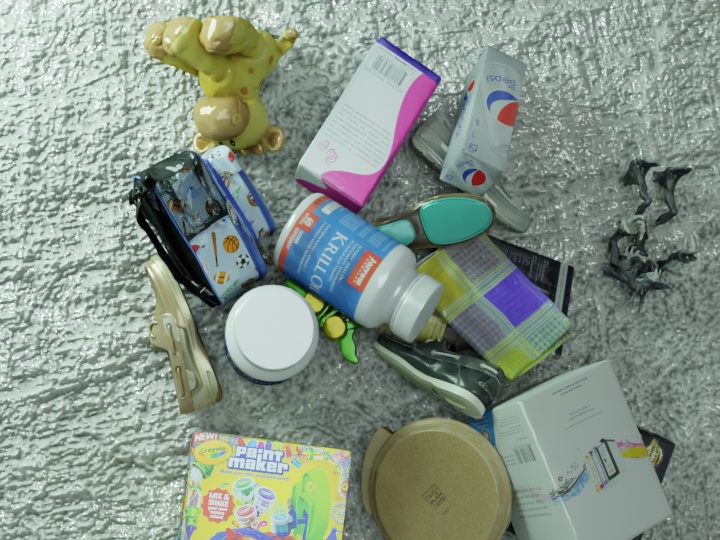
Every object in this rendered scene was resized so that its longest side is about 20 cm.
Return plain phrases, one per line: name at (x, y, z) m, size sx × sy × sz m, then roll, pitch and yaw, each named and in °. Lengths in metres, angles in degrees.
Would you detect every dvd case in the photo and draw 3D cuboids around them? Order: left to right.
dvd case at (0.180, 0.022, 1.606) m, size 0.197 × 0.016 × 0.150 m, roll 19°, pitch 53°, yaw -4°

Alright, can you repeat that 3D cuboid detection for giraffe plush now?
giraffe plush at (-0.172, -0.230, 1.573) m, size 0.198 × 0.171 × 0.165 m, roll 0°, pitch 93°, yaw -42°

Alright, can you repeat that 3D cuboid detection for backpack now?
backpack at (-0.191, -0.056, 1.523) m, size 0.152 × 0.200 × 0.193 m, roll -26°, pitch 99°, yaw -9°

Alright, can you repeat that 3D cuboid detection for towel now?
towel at (0.167, 0.038, 1.568) m, size 0.143 × 0.023 × 0.200 m, roll -31°, pitch 70°, yaw -33°

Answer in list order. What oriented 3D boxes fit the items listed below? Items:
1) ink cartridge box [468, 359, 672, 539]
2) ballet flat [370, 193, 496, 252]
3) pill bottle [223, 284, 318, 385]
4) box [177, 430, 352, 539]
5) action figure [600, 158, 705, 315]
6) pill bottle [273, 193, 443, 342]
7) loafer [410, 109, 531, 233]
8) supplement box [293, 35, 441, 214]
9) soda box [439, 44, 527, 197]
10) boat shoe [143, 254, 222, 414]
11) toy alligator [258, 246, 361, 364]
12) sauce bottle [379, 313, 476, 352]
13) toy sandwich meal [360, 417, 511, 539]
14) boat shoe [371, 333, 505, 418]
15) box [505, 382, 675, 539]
ink cartridge box at (0.254, 0.237, 1.495) m, size 0.143 × 0.147 × 0.203 m, roll -20°, pitch 85°, yaw -24°
ballet flat at (0.081, -0.056, 1.591) m, size 0.197 × 0.072 × 0.069 m, roll -20°, pitch 96°, yaw 12°
pill bottle at (-0.110, 0.079, 1.499) m, size 0.113 × 0.200 × 0.118 m, roll 1°, pitch 82°, yaw -7°
box at (-0.123, 0.306, 1.509) m, size 0.196 × 0.122 × 0.196 m, roll 7°, pitch 81°, yaw -7°
action figure at (0.387, -0.046, 1.633) m, size 0.117 × 0.102 × 0.204 m, roll 12°, pitch 80°, yaw -17°
pill bottle at (0.000, 0.000, 1.514) m, size 0.198 × 0.112 × 0.113 m, roll 31°, pitch 80°, yaw 14°
loafer at (0.155, -0.131, 1.628) m, size 0.200 × 0.070 × 0.070 m, roll 42°, pitch 88°, yaw 0°
supplement box at (0.007, -0.184, 1.599) m, size 0.100 × 0.103 × 0.202 m, roll 33°, pitch 79°, yaw -3°
soda box at (0.162, -0.195, 1.593) m, size 0.063 × 0.068 × 0.202 m, roll 25°, pitch 52°, yaw -10°
boat shoe at (-0.238, 0.080, 1.547) m, size 0.064 × 0.071 × 0.203 m, roll -22°, pitch 87°, yaw -10°
toy alligator at (-0.053, 0.030, 1.582) m, size 0.054 × 0.059 × 0.201 m, roll -39°, pitch 82°, yaw -3°
sauce bottle at (0.100, 0.068, 1.599) m, size 0.197 × 0.065 × 0.066 m, roll 20°, pitch 80°, yaw -6°
toy sandwich meal at (0.096, 0.276, 1.532) m, size 0.202 × 0.070 × 0.209 m, roll 0°, pitch 90°, yaw 20°
boat shoe at (0.096, 0.120, 1.546) m, size 0.068 × 0.199 × 0.072 m, roll -54°, pitch 135°, yaw -14°
box at (0.287, 0.277, 1.604) m, size 0.196 × 0.050 × 0.203 m, roll 25°, pitch 80°, yaw -5°
